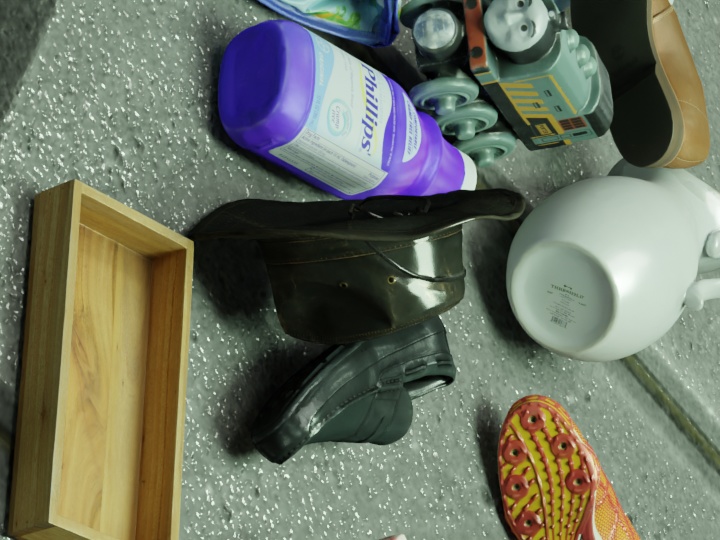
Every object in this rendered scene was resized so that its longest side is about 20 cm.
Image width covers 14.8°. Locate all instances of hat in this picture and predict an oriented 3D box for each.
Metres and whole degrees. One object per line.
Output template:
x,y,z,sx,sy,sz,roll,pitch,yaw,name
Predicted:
0.000,0.000,1.625,0.200,0.200,0.081,-18,106,-54,hat

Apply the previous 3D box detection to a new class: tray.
-0.141,0.061,1.523,0.098,0.037,0.201,28,53,-44,tray

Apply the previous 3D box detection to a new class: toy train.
0.097,-0.132,1.828,0.200,0.113,0.086,45,36,-67,toy train

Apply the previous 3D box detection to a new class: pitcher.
0.202,-0.004,1.902,0.200,0.171,0.122,-30,134,-56,pitcher

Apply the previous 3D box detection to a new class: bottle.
-0.004,-0.087,1.744,0.200,0.065,0.084,27,55,-44,bottle

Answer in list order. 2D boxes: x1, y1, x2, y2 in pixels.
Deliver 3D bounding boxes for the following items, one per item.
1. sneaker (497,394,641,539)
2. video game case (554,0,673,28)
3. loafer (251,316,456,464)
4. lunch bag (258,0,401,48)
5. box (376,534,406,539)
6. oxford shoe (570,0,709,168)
0.145,0.170,1.846,0.077,0.073,0.201,-73,140,-69,sneaker
0.176,-0.236,2.028,0.200,0.017,0.144,13,99,-50,video game case
0.003,0.074,1.676,0.071,0.068,0.200,54,33,1,loafer
-0.029,-0.256,1.747,0.200,0.127,0.171,43,41,-53,lunch bag
0.003,0.266,1.574,0.103,0.094,0.201,-33,101,-54,box
0.200,-0.161,1.968,0.071,0.071,0.201,7,65,-45,oxford shoe
